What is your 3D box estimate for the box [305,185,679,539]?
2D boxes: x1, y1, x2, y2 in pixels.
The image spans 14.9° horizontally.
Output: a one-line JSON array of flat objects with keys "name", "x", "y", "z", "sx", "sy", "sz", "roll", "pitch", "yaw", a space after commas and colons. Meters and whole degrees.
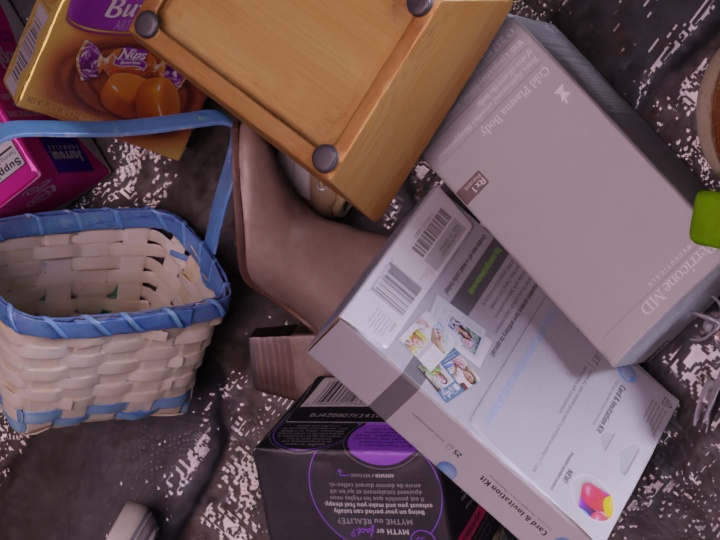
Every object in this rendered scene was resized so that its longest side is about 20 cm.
[{"name": "box", "x": 0.081, "y": 0.062, "z": 1.610, "sx": 0.200, "sy": 0.156, "sz": 0.041, "roll": 40, "pitch": 129, "yaw": -4}]

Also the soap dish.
[{"name": "soap dish", "x": -0.031, "y": -0.149, "z": 1.629, "sx": 0.200, "sy": 0.081, "sz": 0.157, "roll": 38, "pitch": 105, "yaw": 20}]

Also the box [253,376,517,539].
[{"name": "box", "x": 0.023, "y": 0.174, "z": 1.669, "sx": 0.122, "sy": 0.106, "sz": 0.200, "roll": 0, "pitch": 113, "yaw": 23}]

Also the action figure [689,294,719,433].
[{"name": "action figure", "x": 0.280, "y": 0.071, "z": 1.599, "sx": 0.200, "sy": 0.069, "sz": 0.130, "roll": 31, "pitch": 92, "yaw": 13}]

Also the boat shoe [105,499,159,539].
[{"name": "boat shoe", "x": -0.156, "y": 0.251, "z": 1.808, "sx": 0.071, "sy": 0.070, "sz": 0.201, "roll": 18, "pitch": 101, "yaw": 4}]

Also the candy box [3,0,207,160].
[{"name": "candy box", "x": -0.133, "y": -0.182, "z": 1.736, "sx": 0.117, "sy": 0.056, "sz": 0.200, "roll": 18, "pitch": 104, "yaw": -24}]

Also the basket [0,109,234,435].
[{"name": "basket", "x": -0.168, "y": -0.005, "z": 1.719, "sx": 0.139, "sy": 0.176, "sz": 0.200, "roll": 52, "pitch": 136, "yaw": 46}]

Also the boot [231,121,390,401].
[{"name": "boot", "x": 0.000, "y": 0.000, "z": 1.700, "sx": 0.146, "sy": 0.070, "sz": 0.200, "roll": -3, "pitch": 113, "yaw": 8}]

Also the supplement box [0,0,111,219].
[{"name": "supplement box", "x": -0.270, "y": -0.118, "z": 1.807, "sx": 0.103, "sy": 0.101, "sz": 0.200, "roll": -34, "pitch": 81, "yaw": 21}]

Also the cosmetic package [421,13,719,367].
[{"name": "cosmetic package", "x": 0.133, "y": -0.047, "z": 1.649, "sx": 0.200, "sy": 0.090, "sz": 0.107, "roll": 47, "pitch": 107, "yaw": 17}]

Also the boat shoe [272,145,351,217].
[{"name": "boat shoe", "x": -0.006, "y": -0.129, "z": 1.714, "sx": 0.068, "sy": 0.075, "sz": 0.200, "roll": 26, "pitch": 114, "yaw": 18}]

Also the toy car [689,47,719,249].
[{"name": "toy car", "x": 0.300, "y": -0.078, "z": 1.506, "sx": 0.200, "sy": 0.158, "sz": 0.164, "roll": 12, "pitch": 94, "yaw": 48}]
